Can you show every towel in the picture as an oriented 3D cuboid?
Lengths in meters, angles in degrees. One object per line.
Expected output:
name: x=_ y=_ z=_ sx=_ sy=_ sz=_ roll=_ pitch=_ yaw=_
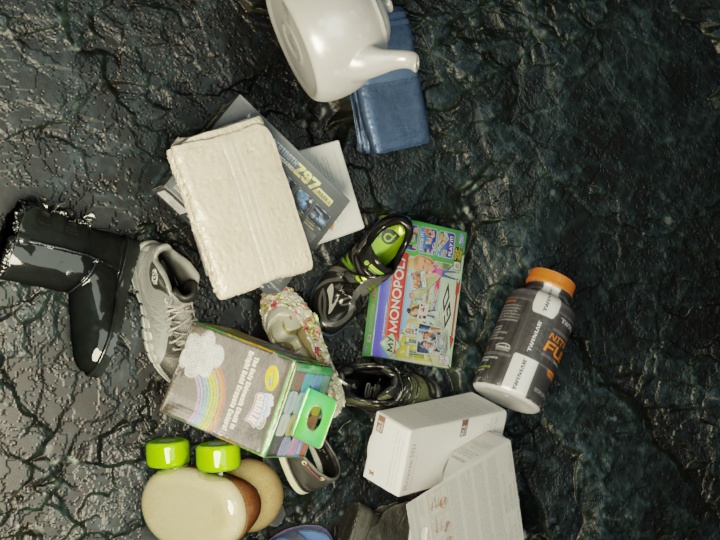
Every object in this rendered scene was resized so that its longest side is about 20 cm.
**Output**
towel: x=0.033 y=-0.265 z=1.831 sx=0.111 sy=0.049 sz=0.200 roll=-13 pitch=93 yaw=-29
towel: x=-0.144 y=-0.076 z=1.561 sx=0.132 sy=0.034 sz=0.200 roll=-20 pitch=96 yaw=-26

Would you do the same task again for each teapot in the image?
teapot: x=-0.028 y=-0.328 z=1.713 sx=0.146 sy=0.197 sz=0.200 roll=-26 pitch=100 yaw=-10

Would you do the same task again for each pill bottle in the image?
pill bottle: x=0.245 y=0.098 z=1.897 sx=0.106 sy=0.106 sz=0.200 roll=31 pitch=73 yaw=-24

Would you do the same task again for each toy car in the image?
toy car: x=-0.163 y=0.287 z=1.668 sx=0.200 sy=0.158 sz=0.165 roll=-7 pitch=95 yaw=-58

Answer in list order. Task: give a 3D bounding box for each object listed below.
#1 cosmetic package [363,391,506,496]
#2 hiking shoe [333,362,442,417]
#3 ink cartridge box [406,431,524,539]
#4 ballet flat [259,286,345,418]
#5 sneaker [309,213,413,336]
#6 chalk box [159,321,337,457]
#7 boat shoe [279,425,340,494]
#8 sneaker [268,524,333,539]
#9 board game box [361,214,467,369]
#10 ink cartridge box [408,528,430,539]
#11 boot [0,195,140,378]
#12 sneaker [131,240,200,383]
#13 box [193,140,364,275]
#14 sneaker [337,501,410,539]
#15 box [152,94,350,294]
cosmetic package: x=0.104 y=0.235 z=1.787 sx=0.200 sy=0.074 sz=0.102 roll=-8 pitch=114 yaw=-45
hiking shoe: x=0.036 y=0.167 z=1.779 sx=0.200 sy=0.101 sz=0.076 roll=9 pitch=82 yaw=-29
ink cartridge box: x=0.131 y=0.330 z=1.756 sx=0.200 sy=0.057 sz=0.163 roll=-22 pitch=113 yaw=-31
ballet flat: x=-0.081 y=0.101 z=1.696 sx=0.200 sy=0.076 sz=0.064 roll=60 pitch=21 yaw=16
sneaker: x=0.001 y=0.000 z=1.765 sx=0.071 sy=0.083 sz=0.200 roll=40 pitch=82 yaw=-3
chalk box: x=-0.118 y=0.155 z=1.605 sx=0.124 sy=0.200 sz=0.125 roll=21 pitch=89 yaw=-68
boat shoe: x=-0.093 y=0.195 z=1.710 sx=0.202 sy=0.063 sz=0.074 roll=61 pitch=32 yaw=-4
sneaker: x=-0.094 y=0.391 z=1.668 sx=0.200 sy=0.146 sz=0.081 roll=-18 pitch=96 yaw=-28
board game box: x=0.077 y=0.032 z=1.851 sx=0.134 sy=0.029 sz=0.200 roll=11 pitch=82 yaw=-29
ink cartridge box: x=0.141 y=0.407 z=1.833 sx=0.199 sy=0.041 sz=0.200 roll=16 pitch=80 yaw=-44
boot: x=-0.363 y=0.016 z=1.580 sx=0.162 sy=0.073 sz=0.199 roll=21 pitch=70 yaw=-29
sneaker: x=-0.228 y=0.057 z=1.628 sx=0.075 sy=0.115 sz=0.200 roll=-24 pitch=98 yaw=-28
box: x=-0.115 y=-0.082 z=1.710 sx=0.200 sy=0.097 sz=0.125 roll=-19 pitch=96 yaw=-29
sneaker: x=0.013 y=0.395 z=1.776 sx=0.104 sy=0.060 sz=0.200 roll=31 pitch=66 yaw=-22
box: x=-0.132 y=-0.092 z=1.616 sx=0.200 sy=0.051 sz=0.158 roll=43 pitch=69 yaw=-19
